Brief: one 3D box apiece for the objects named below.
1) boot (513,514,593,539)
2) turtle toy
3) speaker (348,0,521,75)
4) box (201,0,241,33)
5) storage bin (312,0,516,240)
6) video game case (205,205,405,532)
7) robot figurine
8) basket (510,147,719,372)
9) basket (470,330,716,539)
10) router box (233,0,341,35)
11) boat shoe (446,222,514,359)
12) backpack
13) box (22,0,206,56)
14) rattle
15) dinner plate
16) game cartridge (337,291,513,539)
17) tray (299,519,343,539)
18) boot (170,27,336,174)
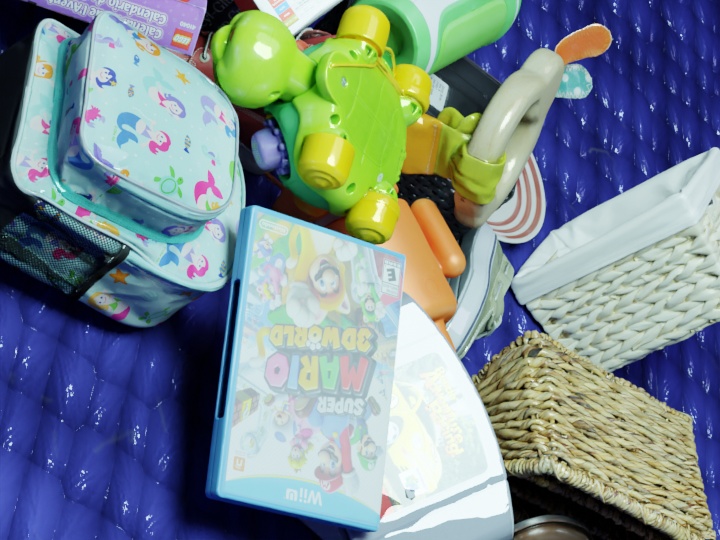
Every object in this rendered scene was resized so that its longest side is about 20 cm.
[{"bbox_3d":[0.179,0.303,1.508,0.186,0.064,0.201,45,26,-49],"label":"boot"},{"bbox_3d":[-0.032,-0.116,1.426,0.200,0.100,0.147,48,50,-48],"label":"turtle toy"},{"bbox_3d":[0.060,-0.207,1.614,0.089,0.088,0.200,56,35,0],"label":"speaker"},{"bbox_3d":[-0.114,-0.283,1.591,0.200,0.148,0.108,39,33,-23],"label":"box"},{"bbox_3d":[0.036,-0.130,1.682,0.199,0.094,0.136,35,44,-20],"label":"storage bin"},{"bbox_3d":[-0.035,0.070,1.369,0.142,0.018,0.202,18,72,-37],"label":"video game case"},{"bbox_3d":[0.001,0.000,1.534,0.201,0.143,0.117,62,12,10],"label":"robot figurine"},{"bbox_3d":[0.261,-0.002,1.795,0.124,0.199,0.136,56,33,-7],"label":"basket"},{"bbox_3d":[0.167,0.172,1.569,0.199,0.143,0.150,28,36,-28],"label":"basket"},{"bbox_3d":[-0.037,-0.296,1.478,0.199,0.049,0.180,-37,97,-12],"label":"router box"},{"bbox_3d":[0.096,0.024,1.675,0.062,0.072,0.201,44,32,-13],"label":"boat shoe"},{"bbox_3d":[-0.165,-0.065,1.357,0.200,0.150,0.179,38,39,-35],"label":"backpack"},{"bbox_3d":[-0.180,-0.220,1.449,0.135,0.039,0.200,17,20,-9],"label":"box"},{"bbox_3d":[0.097,-0.143,1.606,0.201,0.142,0.131,-59,149,-22],"label":"rattle"},{"bbox_3d":[0.099,-0.110,1.834,0.199,0.024,0.202,31,42,-33],"label":"dinner plate"},{"bbox_3d":[0.028,0.123,1.429,0.132,0.041,0.202,-22,81,-18],"label":"game cartridge"},{"bbox_3d":[-0.021,0.150,1.464,0.200,0.022,0.108,43,37,-20],"label":"tray"},{"bbox_3d":[-0.096,-0.172,1.528,0.199,0.144,0.073,36,45,-24],"label":"boot"}]
